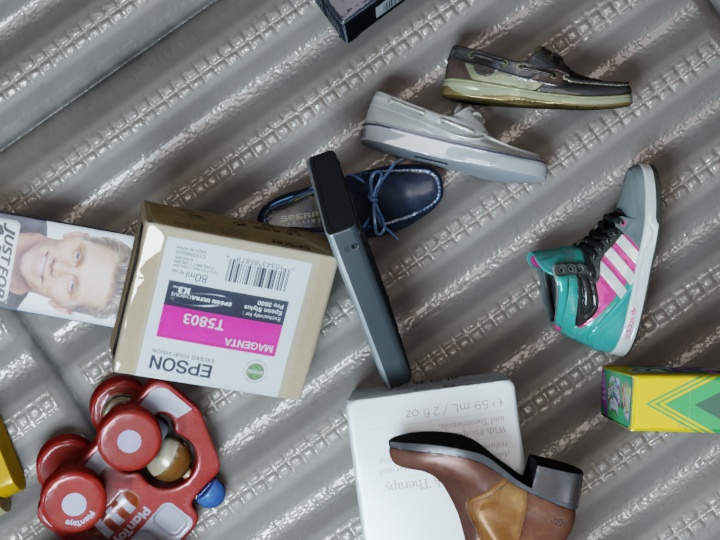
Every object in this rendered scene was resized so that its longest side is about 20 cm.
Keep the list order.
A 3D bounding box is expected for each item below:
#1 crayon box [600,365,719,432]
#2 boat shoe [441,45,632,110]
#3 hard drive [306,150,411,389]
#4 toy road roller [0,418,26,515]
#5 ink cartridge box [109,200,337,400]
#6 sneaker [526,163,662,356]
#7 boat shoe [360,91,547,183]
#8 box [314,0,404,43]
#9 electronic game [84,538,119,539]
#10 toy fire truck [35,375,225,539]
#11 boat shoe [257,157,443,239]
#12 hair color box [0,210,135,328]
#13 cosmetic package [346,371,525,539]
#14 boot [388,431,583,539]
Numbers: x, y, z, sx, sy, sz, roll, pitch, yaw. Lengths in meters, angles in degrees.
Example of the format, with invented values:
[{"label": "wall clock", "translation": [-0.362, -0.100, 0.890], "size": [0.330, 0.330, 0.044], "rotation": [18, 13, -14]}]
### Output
[{"label": "crayon box", "translation": [0.336, 0.126, 1.432], "size": [0.171, 0.200, 0.059], "rotation": [0, 88, 2]}, {"label": "boat shoe", "translation": [0.185, -0.201, 1.512], "size": [0.199, 0.073, 0.065], "rotation": [4, 93, 2]}, {"label": "hard drive", "translation": [0.000, 0.000, 1.430], "size": [0.033, 0.140, 0.201], "rotation": [-19, 126, 2]}, {"label": "toy road roller", "translation": [-0.442, 0.174, 1.478], "size": [0.122, 0.146, 0.201], "rotation": [-24, 87, 1]}, {"label": "ink cartridge box", "translation": [-0.139, 0.032, 1.464], "size": [0.199, 0.075, 0.166], "rotation": [10, 108, -15]}, {"label": "sneaker", "translation": [0.236, -0.020, 1.503], "size": [0.120, 0.084, 0.201], "rotation": [10, 89, -8]}, {"label": "boat shoe", "translation": [0.102, -0.140, 1.517], "size": [0.199, 0.072, 0.066], "rotation": [13, 84, 5]}, {"label": "box", "translation": [-0.015, -0.364, 1.507], "size": [0.148, 0.104, 0.200], "rotation": [-35, 87, 0]}, {"label": "electronic game", "translation": [-0.261, 0.354, 1.480], "size": [0.199, 0.042, 0.201], "rotation": [-3, 120, -5]}, {"label": "toy fire truck", "translation": [-0.232, 0.216, 1.502], "size": [0.200, 0.112, 0.168], "rotation": [-47, 111, 0]}, {"label": "boat shoe", "translation": [-0.008, -0.061, 1.514], "size": [0.199, 0.069, 0.085], "rotation": [-19, 88, 1]}, {"label": "hair color box", "translation": [-0.331, -0.004, 1.525], "size": [0.199, 0.061, 0.101], "rotation": [10, 89, 1]}, {"label": "cosmetic package", "translation": [0.081, 0.213, 1.454], "size": [0.166, 0.166, 0.201], "rotation": [-8, 89, 1]}, {"label": "boot", "translation": [0.097, 0.260, 1.350], "size": [0.187, 0.068, 0.201], "rotation": [14, 96, -7]}]
